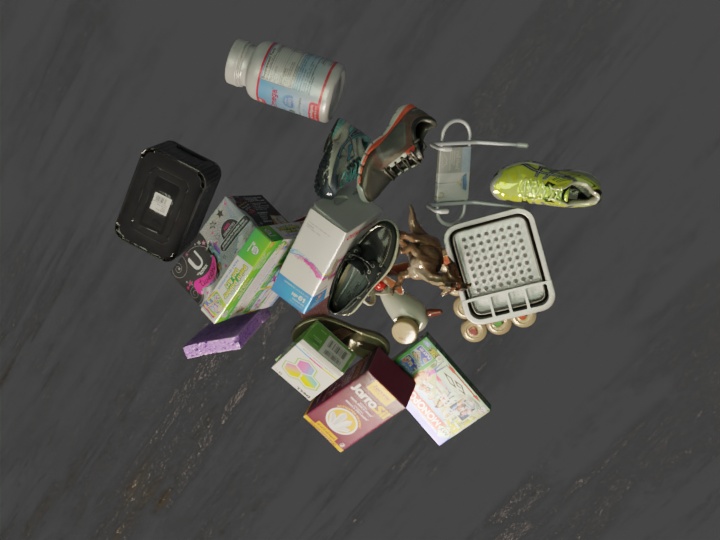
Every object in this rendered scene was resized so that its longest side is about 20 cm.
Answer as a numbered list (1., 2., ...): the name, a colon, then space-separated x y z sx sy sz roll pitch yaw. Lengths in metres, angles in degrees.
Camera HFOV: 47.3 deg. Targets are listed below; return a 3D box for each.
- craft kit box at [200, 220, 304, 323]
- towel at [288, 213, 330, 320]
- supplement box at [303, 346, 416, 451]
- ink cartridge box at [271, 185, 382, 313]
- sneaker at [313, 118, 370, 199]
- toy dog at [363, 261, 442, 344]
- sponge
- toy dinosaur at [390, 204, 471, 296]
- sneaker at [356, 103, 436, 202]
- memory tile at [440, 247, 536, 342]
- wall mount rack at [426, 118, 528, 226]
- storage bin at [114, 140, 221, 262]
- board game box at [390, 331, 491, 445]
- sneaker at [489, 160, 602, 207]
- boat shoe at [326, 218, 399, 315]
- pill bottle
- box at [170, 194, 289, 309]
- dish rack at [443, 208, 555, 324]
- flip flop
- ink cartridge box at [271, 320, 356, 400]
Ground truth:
1. craft kit box: -0.178 -0.001 1.528 0.049 0.197 0.200 42 112 12
2. towel: -0.094 -0.006 1.623 0.144 0.023 0.200 -23 100 19
3. supplement box: -0.002 0.257 1.632 0.110 0.086 0.200 45 122 -9
4. ink cartridge box: -0.061 -0.039 1.492 0.085 0.145 0.200 36 124 12
5. sneaker: -0.024 -0.195 1.462 0.086 0.200 0.078 22 136 -9
6. toy dog: 0.081 0.043 1.555 0.096 0.132 0.200 -26 122 25
7. sponge: -0.255 0.116 1.597 0.111 0.200 0.030 -13 103 14
8. toy dinosaur: 0.124 -0.023 1.493 0.135 0.200 0.086 2 142 -7
9. sneaker: 0.066 -0.204 1.456 0.082 0.077 0.200 26 83 31
10. memory tile: 0.241 0.033 1.573 0.153 0.017 0.200 -18 103 15
11. wall mount rack: 0.207 -0.171 1.489 0.174 0.075 0.200 -6 110 -21
12. storage bin: -0.373 -0.135 1.597 0.135 0.094 0.200 27 111 2
13. board game box: 0.147 0.238 1.650 0.135 0.029 0.200 -39 97 18
14. sneaker: 0.330 -0.149 1.448 0.200 0.076 0.076 0 109 -2
15. boat shoe: -0.002 -0.001 1.442 0.074 0.066 0.199 43 113 14
16. pill bottle: -0.135 -0.345 1.476 0.200 0.109 0.109 19 110 5
17. box: -0.244 -0.036 1.571 0.115 0.132 0.200 44 111 14
18. dish rack: 0.257 -0.010 1.525 0.171 0.044 0.200 -14 104 16
19. flip flop: -0.041 0.145 1.634 0.200 0.058 0.081 16 126 2
20. ink cartridge box: -0.105 0.189 1.621 0.104 0.059 0.200 41 138 -5
